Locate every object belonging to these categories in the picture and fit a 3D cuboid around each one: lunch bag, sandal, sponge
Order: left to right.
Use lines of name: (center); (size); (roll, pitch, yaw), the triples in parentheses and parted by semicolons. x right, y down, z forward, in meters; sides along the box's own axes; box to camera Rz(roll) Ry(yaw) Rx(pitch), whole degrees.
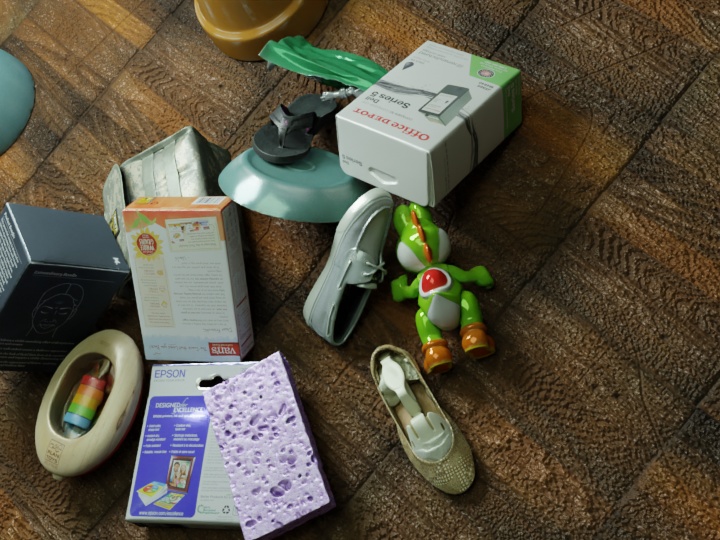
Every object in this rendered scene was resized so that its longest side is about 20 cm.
lunch bag: (-0.264, -0.069, 1.639); (0.198, 0.117, 0.166); (-24, 63, 21)
sponge: (-0.109, 0.206, 1.442); (0.110, 0.030, 0.202); (-26, 61, 8)
sandal: (-0.086, -0.195, 1.589); (0.074, 0.049, 0.201); (13, 32, 11)

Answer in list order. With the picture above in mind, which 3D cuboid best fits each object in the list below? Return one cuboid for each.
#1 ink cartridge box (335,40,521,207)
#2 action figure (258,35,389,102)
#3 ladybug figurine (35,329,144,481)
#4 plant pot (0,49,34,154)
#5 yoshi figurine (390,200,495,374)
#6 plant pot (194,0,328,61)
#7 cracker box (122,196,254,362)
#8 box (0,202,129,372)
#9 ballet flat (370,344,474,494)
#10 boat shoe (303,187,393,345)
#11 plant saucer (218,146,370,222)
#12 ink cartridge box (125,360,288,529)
ink cartridge box: (0.085, -0.183, 1.505); (0.144, 0.085, 0.200); (24, 49, 30)
action figure: (-0.025, -0.259, 1.642); (0.198, 0.055, 0.118); (23, 34, 17)
ladybug figurine: (-0.341, 0.177, 1.580); (0.134, 0.072, 0.202); (18, 74, 29)
plant pot: (-0.619, -0.275, 1.881); (0.197, 0.135, 0.203); (-10, 63, 20)
yoshi figurine: (0.091, 0.017, 1.467); (0.112, 0.111, 0.203); (-38, 64, 49)
plant pot: (-0.166, -0.428, 1.721); (0.197, 0.183, 0.203); (-10, 62, 19)
cracker box: (-0.212, 0.011, 1.531); (0.132, 0.058, 0.203); (1, 111, 16)
box: (-0.420, 0.027, 1.598); (0.201, 0.147, 0.108); (-51, 53, 28)
ballet flat: (0.063, 0.166, 1.409); (0.070, 0.065, 0.201); (-37, 57, 3)
boat shoe: (-0.001, 0.000, 1.482); (0.071, 0.069, 0.203); (43, 118, 35)
plant saucer: (-0.078, -0.117, 1.541); (0.198, 0.199, 0.036); (26, 119, 31)
ink cartridge box: (-0.179, 0.213, 1.507); (0.195, 0.043, 0.203); (-3, 67, 21)
